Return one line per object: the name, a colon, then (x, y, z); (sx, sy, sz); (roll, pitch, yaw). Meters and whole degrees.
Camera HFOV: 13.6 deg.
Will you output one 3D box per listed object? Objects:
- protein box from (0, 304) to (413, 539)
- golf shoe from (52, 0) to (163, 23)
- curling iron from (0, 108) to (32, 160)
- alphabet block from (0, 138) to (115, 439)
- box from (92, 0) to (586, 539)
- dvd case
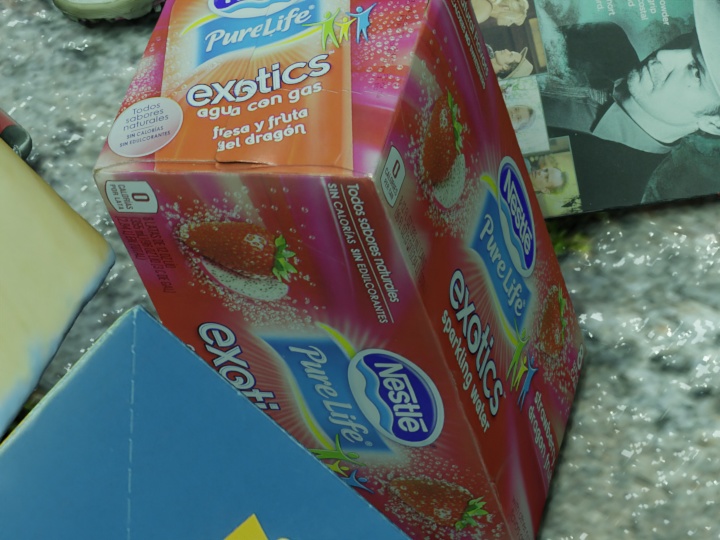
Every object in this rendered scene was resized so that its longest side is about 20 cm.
protein box: (-0.060, 0.160, 0.824); (0.200, 0.135, 0.199); (40, 65, 3)
golf shoe: (-0.096, -0.190, 1.250); (0.072, 0.092, 0.201); (-1, 50, 17)
curling iron: (-0.191, -0.080, 1.225); (0.049, 0.026, 0.200); (-31, 46, -15)
alphabet block: (-0.240, 0.014, 0.991); (0.195, 0.200, 0.197); (-17, 35, 47)
box: (0.000, 0.000, 0.965); (0.095, 0.200, 0.100); (1, 49, 22)
dvd case: (0.067, -0.088, 1.058); (0.199, 0.147, 0.022); (-8, 23, 13)
